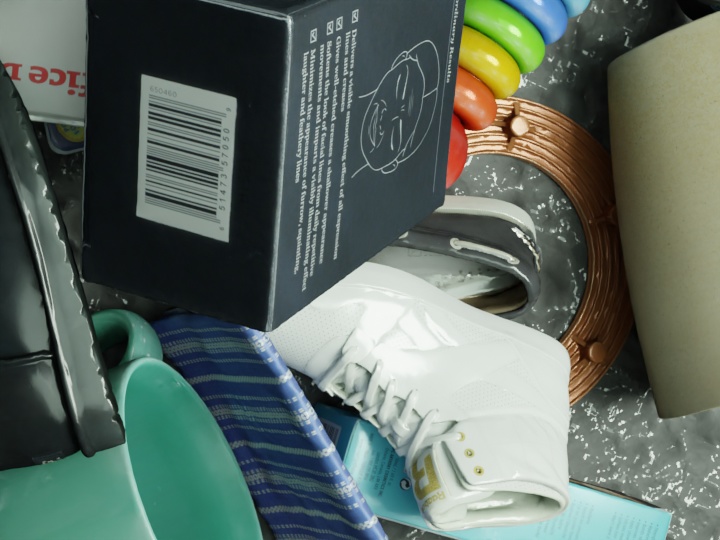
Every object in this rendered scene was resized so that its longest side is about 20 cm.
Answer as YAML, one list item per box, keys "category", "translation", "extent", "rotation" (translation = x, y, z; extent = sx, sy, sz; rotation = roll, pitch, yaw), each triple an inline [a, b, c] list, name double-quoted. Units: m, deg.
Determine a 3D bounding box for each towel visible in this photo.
- category: "towel"
  translation: [-0.041, 0.108, 0.941]
  extent: [0.024, 0.145, 0.200]
  rotation: [-34, 101, -22]

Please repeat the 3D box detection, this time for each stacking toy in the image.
- category: "stacking toy"
  translation: [0.070, -0.131, 0.993]
  extent: [0.085, 0.085, 0.200]
  rotation: [36, 83, -16]

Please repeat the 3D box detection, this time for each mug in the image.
- category: "mug"
  translation: [-0.132, 0.128, 0.920]
  extent: [0.114, 0.185, 0.152]
  rotation: [-24, 113, 13]

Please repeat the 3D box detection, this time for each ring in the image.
- category: "ring"
  translation: [0.077, -0.003, 1.037]
  extent: [0.200, 0.019, 0.201]
  rotation: [-1, 93, -18]

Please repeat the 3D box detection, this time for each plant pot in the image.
- category: "plant pot"
  translation: [0.219, -0.042, 1.009]
  extent: [0.187, 0.187, 0.201]
  rotation: [-22, 87, -15]

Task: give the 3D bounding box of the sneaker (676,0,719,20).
- category: "sneaker"
  translation: [0.164, -0.233, 1.029]
  extent: [0.073, 0.082, 0.201]
  rotation: [-23, 81, -5]

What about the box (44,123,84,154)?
- category: "box"
  translation: [-0.087, -0.142, 0.971]
  extent: [0.199, 0.032, 0.122]
  rotation: [-14, 97, -16]

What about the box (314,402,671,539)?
- category: "box"
  translation: [0.069, 0.129, 1.009]
  extent: [0.199, 0.082, 0.049]
  rotation: [18, 87, -18]

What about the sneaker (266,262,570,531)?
- category: "sneaker"
  translation: [0.025, 0.070, 0.916]
  extent: [0.199, 0.074, 0.116]
  rotation: [17, 48, -19]

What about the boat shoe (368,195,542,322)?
- category: "boat shoe"
  translation: [0.000, 0.000, 0.967]
  extent: [0.199, 0.060, 0.074]
  rotation: [2, 126, -3]

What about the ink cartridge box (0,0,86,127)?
- category: "ink cartridge box"
  translation: [-0.154, -0.180, 0.864]
  extent: [0.144, 0.084, 0.201]
  rotation: [7, 109, -9]

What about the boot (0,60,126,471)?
- category: "boot"
  translation: [-0.213, 0.014, 0.810]
  extent: [0.168, 0.076, 0.201]
  rotation: [-16, 88, -7]

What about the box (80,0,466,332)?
- category: "box"
  translation: [-0.037, -0.082, 0.855]
  extent: [0.107, 0.200, 0.149]
  rotation: [15, 115, 23]
